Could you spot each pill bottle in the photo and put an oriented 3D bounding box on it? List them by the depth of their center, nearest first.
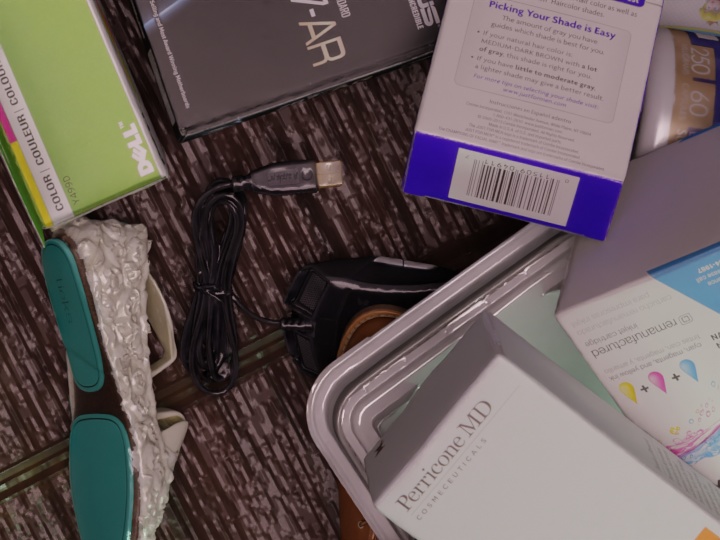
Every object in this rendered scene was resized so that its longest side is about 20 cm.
[{"bbox_3d":[0.238,-0.061,1.625,0.199,0.116,0.116,9,96,-7],"label":"pill bottle"}]

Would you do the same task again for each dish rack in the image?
[{"bbox_3d":[0.089,0.080,1.588,0.200,0.044,0.172,-36,107,-7],"label":"dish rack"}]

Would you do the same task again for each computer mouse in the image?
[{"bbox_3d":[0.000,0.000,1.640,0.199,0.046,0.141,1,116,3],"label":"computer mouse"}]

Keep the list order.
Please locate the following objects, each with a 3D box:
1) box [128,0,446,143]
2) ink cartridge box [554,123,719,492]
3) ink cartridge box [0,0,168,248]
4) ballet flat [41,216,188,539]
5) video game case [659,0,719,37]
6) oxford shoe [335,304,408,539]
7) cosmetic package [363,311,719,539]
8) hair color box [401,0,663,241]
[{"bbox_3d":[-0.053,-0.187,1.579,0.159,0.044,0.201,-18,90,-7],"label":"box"},{"bbox_3d":[0.211,0.038,1.530,0.128,0.125,0.200,-24,116,29],"label":"ink cartridge box"},{"bbox_3d":[-0.159,-0.099,1.543,0.075,0.200,0.149,-23,99,-2],"label":"ink cartridge box"},{"bbox_3d":[-0.126,0.066,1.638,0.071,0.072,0.201,-8,100,-4],"label":"ballet flat"},{"bbox_3d":[0.214,-0.192,1.602,0.142,0.018,0.201,10,130,-6],"label":"video game case"},{"bbox_3d":[0.018,0.119,1.631,0.071,0.071,0.201,-1,108,7],"label":"oxford shoe"},{"bbox_3d":[0.110,0.124,1.475,0.200,0.071,0.102,36,101,-13],"label":"cosmetic package"},{"bbox_3d":[0.095,-0.123,1.526,0.109,0.065,0.201,14,61,1],"label":"hair color box"}]
